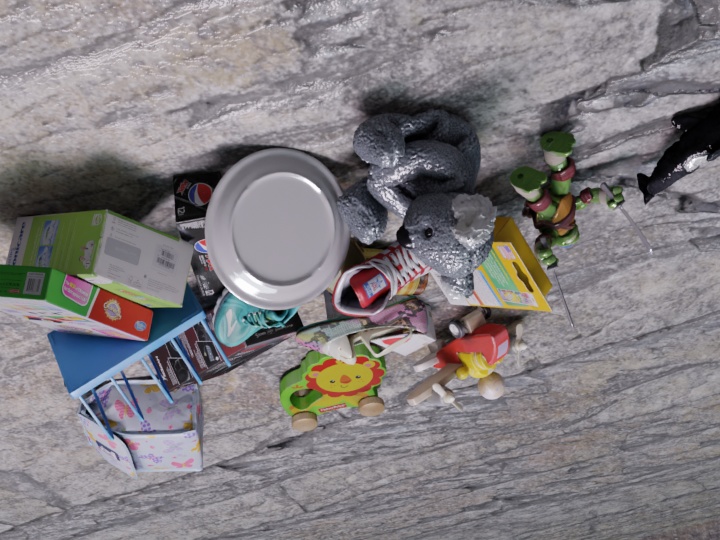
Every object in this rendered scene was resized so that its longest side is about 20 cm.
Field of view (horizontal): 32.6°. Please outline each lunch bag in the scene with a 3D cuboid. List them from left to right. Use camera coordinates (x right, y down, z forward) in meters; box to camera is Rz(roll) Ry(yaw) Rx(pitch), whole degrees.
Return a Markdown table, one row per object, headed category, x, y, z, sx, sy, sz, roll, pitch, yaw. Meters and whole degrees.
| category | x | y | z | sx | sy | sz | roll | pitch | yaw |
| --- | --- | --- | --- | --- | --- | --- | --- | --- | --- |
| lunch bag | -0.367 | 0.269 | 2.076 | 0.197 | 0.128 | 0.170 | 1 | 148 | -3 |

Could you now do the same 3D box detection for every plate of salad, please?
| category | x | y | z | sx | sy | sz | roll | pitch | yaw |
| --- | --- | --- | --- | --- | --- | --- | --- | --- | --- |
| plate of salad | -0.105 | -0.052 | 1.547 | 0.198 | 0.203 | 0.048 | 6 | -178 | -26 |

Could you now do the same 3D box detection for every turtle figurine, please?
| category | x | y | z | sx | sy | sz | roll | pitch | yaw |
| --- | --- | --- | --- | --- | --- | --- | --- | --- | --- |
| turtle figurine | 0.284 | -0.073 | 1.615 | 0.143 | 0.201 | 0.194 | -25 | 137 | 10 |

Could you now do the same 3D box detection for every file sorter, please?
| category | x | y | z | sx | sy | sz | roll | pitch | yaw |
| --- | --- | --- | --- | --- | --- | --- | --- | --- | --- |
| file sorter | -0.292 | 0.109 | 1.655 | 0.199 | 0.139 | 0.123 | -32 | 130 | -6 |

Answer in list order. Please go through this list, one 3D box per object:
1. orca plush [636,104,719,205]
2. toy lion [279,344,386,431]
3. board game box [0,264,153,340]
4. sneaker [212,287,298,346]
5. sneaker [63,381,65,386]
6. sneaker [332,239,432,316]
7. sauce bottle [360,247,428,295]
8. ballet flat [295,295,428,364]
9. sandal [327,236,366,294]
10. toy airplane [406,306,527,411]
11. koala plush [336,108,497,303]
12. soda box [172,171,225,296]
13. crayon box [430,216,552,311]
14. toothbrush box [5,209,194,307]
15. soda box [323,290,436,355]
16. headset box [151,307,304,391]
| category | x | y | z | sx | sy | sz | roll | pitch | yaw |
| --- | --- | --- | --- | --- | --- | --- | --- | --- | --- |
| orca plush | 0.430 | -0.175 | 1.613 | 0.200 | 0.071 | 0.105 | -37 | -174 | 47 |
| toy lion | -0.049 | 0.189 | 2.101 | 0.198 | 0.069 | 0.192 | -14 | 144 | 10 |
| board game box | -0.377 | 0.040 | 1.525 | 0.151 | 0.041 | 0.200 | 4 | 166 | 28 |
| sneaker | -0.129 | 0.044 | 1.640 | 0.077 | 0.080 | 0.200 | 28 | 128 | -31 |
| sneaker | -0.389 | 0.121 | 1.874 | 0.086 | 0.076 | 0.200 | -1 | 159 | -29 |
| sneaker | 0.048 | -0.007 | 1.584 | 0.199 | 0.072 | 0.112 | -36 | -178 | 16 |
| sauce bottle | 0.000 | 0.000 | 1.766 | 0.198 | 0.067 | 0.066 | 3 | 149 | -24 |
| ballet flat | 0.005 | 0.095 | 1.795 | 0.198 | 0.072 | 0.069 | -15 | 160 | 0 |
| sandal | -0.055 | -0.057 | 1.658 | 0.077 | 0.070 | 0.212 | -28 | 123 | 19 |
| toy airplane | 0.176 | 0.151 | 1.989 | 0.199 | 0.142 | 0.199 | -38 | 173 | 15 |
| koala plush | 0.097 | -0.075 | 1.491 | 0.182 | 0.201 | 0.178 | -14 | 145 | -22 |
| soda box | -0.197 | -0.045 | 1.620 | 0.062 | 0.072 | 0.201 | -7 | 151 | -1 |
| crayon box | 0.173 | -0.010 | 1.670 | 0.199 | 0.052 | 0.126 | 4 | 135 | 52 |
| toothbrush box | -0.331 | -0.011 | 1.554 | 0.198 | 0.087 | 0.145 | -4 | 161 | 43 |
| soda box | 0.031 | 0.068 | 1.899 | 0.068 | 0.064 | 0.199 | -27 | 147 | 30 |
| headset box | -0.191 | 0.097 | 1.817 | 0.199 | 0.078 | 0.148 | -29 | 172 | 32 |
